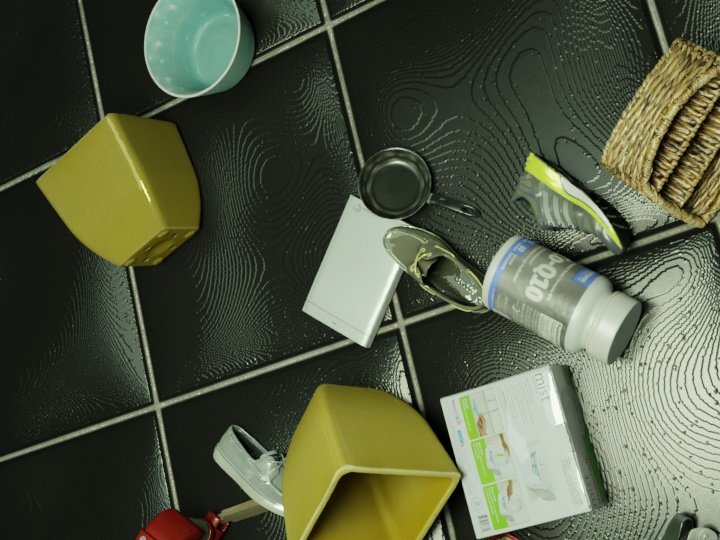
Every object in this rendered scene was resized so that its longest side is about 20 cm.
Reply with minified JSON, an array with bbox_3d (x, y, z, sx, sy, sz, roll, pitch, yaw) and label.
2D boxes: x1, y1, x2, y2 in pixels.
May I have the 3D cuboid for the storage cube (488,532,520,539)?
[{"bbox_3d":[0.207,0.487,1.440,0.198,0.170,0.182,27,99,27],"label":"storage cube"}]

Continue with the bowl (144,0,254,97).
[{"bbox_3d":[-0.256,-0.380,1.805,0.198,0.105,0.205,-3,84,29],"label":"bowl"}]

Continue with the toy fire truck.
[{"bbox_3d":[-0.254,0.423,1.707,0.128,0.176,0.202,29,85,28],"label":"toy fire truck"}]

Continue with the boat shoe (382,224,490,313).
[{"bbox_3d":[0.112,-0.005,1.582,0.200,0.060,0.073,34,102,17],"label":"boat shoe"}]

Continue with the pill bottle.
[{"bbox_3d":[0.276,0.042,1.472,0.198,0.113,0.115,28,99,27],"label":"pill bottle"}]

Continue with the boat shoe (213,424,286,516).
[{"bbox_3d":[-0.154,0.318,1.710,0.200,0.070,0.072,34,105,29],"label":"boat shoe"}]

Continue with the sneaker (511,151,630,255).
[{"bbox_3d":[0.295,-0.080,1.505,0.200,0.073,0.082,45,113,32],"label":"sneaker"}]

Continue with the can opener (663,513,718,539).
[{"bbox_3d":[0.416,0.425,1.408,0.066,0.052,0.203,21,95,63],"label":"can opener"}]

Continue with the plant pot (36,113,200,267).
[{"bbox_3d":[-0.384,-0.119,1.810,0.193,0.195,0.202,-36,77,21],"label":"plant pot"}]

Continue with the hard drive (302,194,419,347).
[{"bbox_3d":[0.000,0.000,1.677,0.131,0.027,0.203,28,99,27],"label":"hard drive"}]

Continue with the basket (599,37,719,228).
[{"bbox_3d":[0.429,-0.179,1.391,0.149,0.142,0.202,39,104,26],"label":"basket"}]

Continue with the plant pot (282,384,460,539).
[{"bbox_3d":[-0.006,0.278,1.541,0.197,0.191,0.201,-63,32,31],"label":"plant pot"}]

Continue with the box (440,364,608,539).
[{"bbox_3d":[0.227,0.251,1.492,0.174,0.096,0.203,-22,76,25],"label":"box"}]

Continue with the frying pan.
[{"bbox_3d":[0.089,-0.132,1.636,0.187,0.031,0.117,-1,76,8],"label":"frying pan"}]
